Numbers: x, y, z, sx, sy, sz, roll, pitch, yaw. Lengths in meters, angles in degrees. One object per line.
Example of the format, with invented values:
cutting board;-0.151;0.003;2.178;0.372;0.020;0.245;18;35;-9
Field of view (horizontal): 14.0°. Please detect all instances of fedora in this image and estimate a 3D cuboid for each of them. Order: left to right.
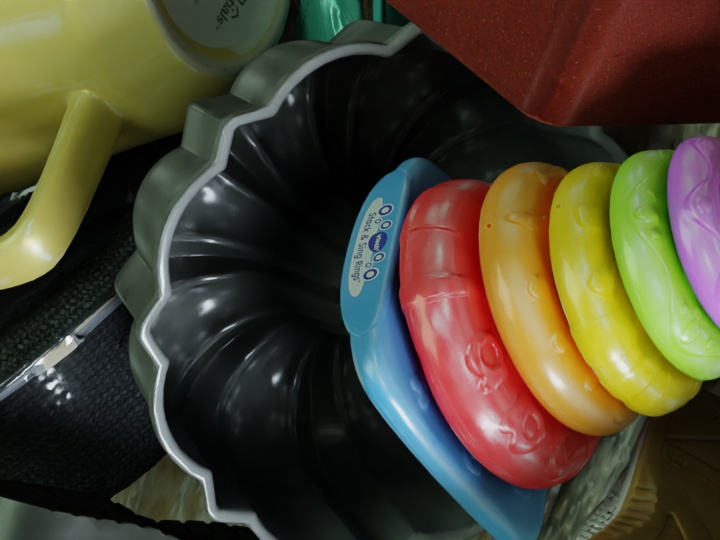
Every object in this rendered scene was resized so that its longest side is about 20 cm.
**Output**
fedora;-0.117;0.032;1.144;0.200;0.092;0.201;-31;23;14

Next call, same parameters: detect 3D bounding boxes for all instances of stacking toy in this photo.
stacking toy;0.102;-0.001;0.948;0.200;0.110;0.116;-21;36;29

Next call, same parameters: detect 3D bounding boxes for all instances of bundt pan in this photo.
bundt pan;0.000;0.000;1.059;0.076;0.202;0.202;36;110;57

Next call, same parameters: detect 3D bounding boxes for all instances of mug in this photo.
mug;-0.108;-0.087;1.106;0.153;0.149;0.187;-5;90;39

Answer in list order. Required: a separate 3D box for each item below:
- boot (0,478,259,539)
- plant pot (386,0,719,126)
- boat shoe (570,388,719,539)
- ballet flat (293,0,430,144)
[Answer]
boot;-0.068;0.164;1.096;0.077;0.200;0.139;-157;83;-74
plant pot;0.095;-0.157;0.991;0.200;0.200;0.177;43;123;38
boat shoe;0.092;0.118;0.976;0.071;0.200;0.069;33;125;4
ballet flat;0.000;-0.144;1.087;0.070;0.067;0.200;23;121;35
